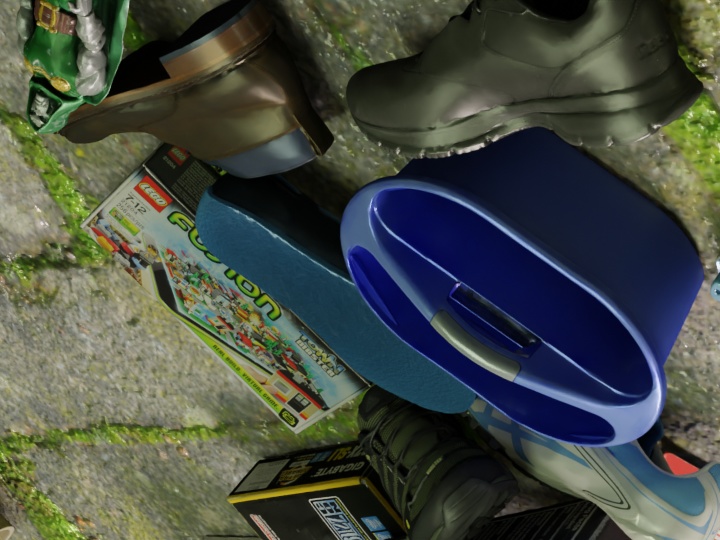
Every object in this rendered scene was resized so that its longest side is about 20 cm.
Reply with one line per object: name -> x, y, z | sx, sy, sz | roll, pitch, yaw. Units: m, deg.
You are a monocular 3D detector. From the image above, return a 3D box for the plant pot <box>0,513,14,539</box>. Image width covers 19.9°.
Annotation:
plant pot -> -0.431, 0.198, 1.757 | 0.200, 0.187, 0.187 | 52, 146, 6

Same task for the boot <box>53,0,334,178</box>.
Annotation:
boot -> -0.102, -0.084, 1.196 | 0.200, 0.075, 0.097 | -17, 114, 49

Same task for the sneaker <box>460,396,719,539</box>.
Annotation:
sneaker -> 0.132, 0.101, 1.208 | 0.200, 0.073, 0.072 | 30, 175, 34

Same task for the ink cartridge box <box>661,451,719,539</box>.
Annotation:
ink cartridge box -> 0.245, 0.212, 1.232 | 0.199, 0.050, 0.161 | 28, 144, 13

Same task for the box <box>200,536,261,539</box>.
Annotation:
box -> -0.052, 0.299, 1.595 | 0.116, 0.060, 0.200 | -8, 123, 47

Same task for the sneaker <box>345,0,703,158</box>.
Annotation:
sneaker -> 0.073, -0.110, 1.019 | 0.199, 0.076, 0.091 | -4, 118, 37

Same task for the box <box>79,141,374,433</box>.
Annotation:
box -> -0.080, 0.011, 1.317 | 0.200, 0.035, 0.110 | 44, 145, -7

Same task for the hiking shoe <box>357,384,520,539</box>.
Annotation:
hiking shoe -> 0.034, 0.116, 1.241 | 0.101, 0.076, 0.200 | 47, 176, -2

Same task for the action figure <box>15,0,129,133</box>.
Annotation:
action figure -> -0.160, -0.164, 1.128 | 0.118, 0.055, 0.201 | 32, 127, 30

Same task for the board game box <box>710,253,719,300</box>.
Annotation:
board game box -> 0.288, 0.084, 1.064 | 0.199, 0.026, 0.201 | 10, 136, 35

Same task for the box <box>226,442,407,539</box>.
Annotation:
box -> 0.022, 0.210, 1.438 | 0.159, 0.049, 0.200 | -16, 118, 49

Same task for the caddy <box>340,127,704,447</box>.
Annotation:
caddy -> 0.083, 0.011, 1.100 | 0.200, 0.105, 0.142 | 35, 145, 7

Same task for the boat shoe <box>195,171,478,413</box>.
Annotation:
boat shoe -> 0.000, 0.000, 1.206 | 0.200, 0.069, 0.084 | 41, 137, -4

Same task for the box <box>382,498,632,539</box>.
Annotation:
box -> 0.071, 0.244, 1.237 | 0.198, 0.200, 0.124 | -19, 104, 36
